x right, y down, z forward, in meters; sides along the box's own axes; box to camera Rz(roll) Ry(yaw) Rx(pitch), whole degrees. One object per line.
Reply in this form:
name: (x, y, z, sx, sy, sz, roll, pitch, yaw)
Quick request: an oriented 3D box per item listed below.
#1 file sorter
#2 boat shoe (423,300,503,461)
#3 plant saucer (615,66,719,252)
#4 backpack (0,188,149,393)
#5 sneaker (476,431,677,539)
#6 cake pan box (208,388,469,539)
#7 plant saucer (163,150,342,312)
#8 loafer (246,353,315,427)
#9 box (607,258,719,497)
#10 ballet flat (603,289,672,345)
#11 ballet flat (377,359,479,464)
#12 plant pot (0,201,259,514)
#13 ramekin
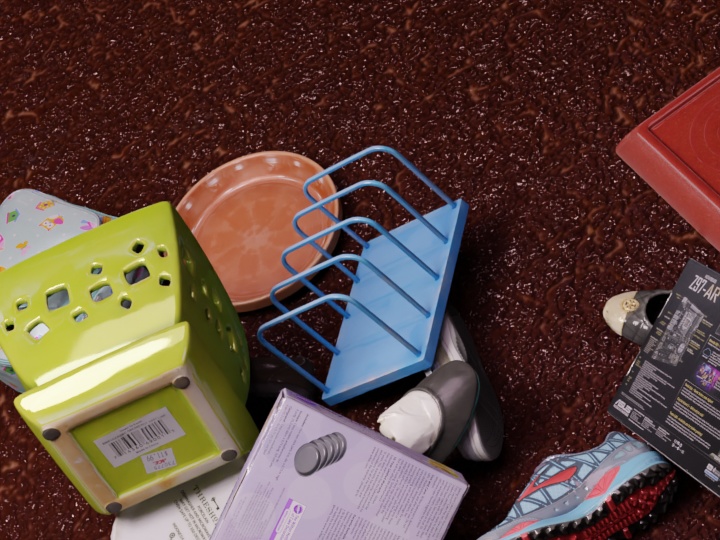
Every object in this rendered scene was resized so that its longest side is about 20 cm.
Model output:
file sorter: (0.000, 0.000, 1.722, 0.138, 0.123, 0.201, -24, 38, 40)
boat shoe: (0.082, 0.106, 1.686, 0.065, 0.074, 0.203, -31, 46, 13)
plant saucer: (0.381, -0.132, 1.760, 0.199, 0.037, 0.200, -35, 50, -6)
backpack: (-0.326, 0.025, 1.865, 0.175, 0.153, 0.201, 20, 74, 32)
sneaker: (0.177, 0.212, 1.576, 0.199, 0.080, 0.096, -27, 36, -7)
cake pan box: (-0.029, 0.230, 1.545, 0.183, 0.052, 0.201, 25, 93, -5)
plant saucer: (-0.112, -0.039, 1.899, 0.199, 0.032, 0.201, -12, 52, 15)
loafer: (-0.130, 0.113, 1.776, 0.199, 0.073, 0.072, 5, 47, 20)
box: (0.311, 0.095, 1.529, 0.161, 0.043, 0.200, -62, 28, 5)
ballet flat: (0.318, 0.042, 1.641, 0.199, 0.057, 0.067, 7, 57, 27)
ballet flat: (0.035, 0.166, 1.606, 0.068, 0.068, 0.201, 43, 109, 34)
plant pot: (-0.210, 0.092, 1.624, 0.199, 0.199, 0.182, -23, 44, 4)
ramekin: (-0.139, 0.252, 1.651, 0.201, 0.094, 0.203, -12, 52, 15)
